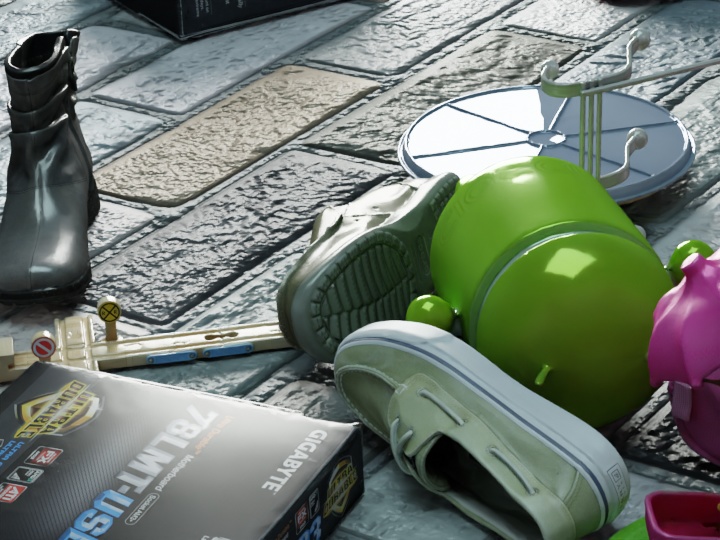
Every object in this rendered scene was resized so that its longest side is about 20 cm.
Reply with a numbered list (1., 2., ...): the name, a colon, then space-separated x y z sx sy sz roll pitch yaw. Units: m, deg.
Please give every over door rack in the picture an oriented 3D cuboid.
1. over door rack: 0.201 -0.071 1.420 0.198 0.149 0.067 -8 32 -9

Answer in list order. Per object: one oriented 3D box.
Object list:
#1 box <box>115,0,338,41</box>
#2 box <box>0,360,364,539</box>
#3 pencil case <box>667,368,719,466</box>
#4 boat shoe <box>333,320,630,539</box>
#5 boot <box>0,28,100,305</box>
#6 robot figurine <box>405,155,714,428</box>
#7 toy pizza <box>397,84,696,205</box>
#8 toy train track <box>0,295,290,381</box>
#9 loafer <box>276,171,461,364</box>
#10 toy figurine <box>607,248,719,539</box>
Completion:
1. box: -0.111 -0.292 1.940 0.195 0.125 0.200 -16 28 -28
2. box: -0.126 0.123 1.178 0.197 0.050 0.200 8 29 24
3. pencil case: 0.232 0.031 1.275 0.093 0.091 0.200 20 34 19
4. boat shoe: 0.048 0.083 1.212 0.062 0.072 0.199 -30 37 -33
5. boot: -0.206 -0.070 1.483 0.069 0.133 0.200 -4 26 -3
6. robot figurine: 0.106 0.011 1.297 0.174 0.117 0.200 -10 27 -9
7. toy pizza: 0.124 -0.075 1.567 0.198 0.032 0.201 -2 26 1
8. toy train track: -0.124 0.036 1.371 0.198 0.033 0.115 -6 26 -8
9. loafer: 0.000 0.000 1.400 0.069 0.076 0.200 -2 19 30
10. toy figurine: 0.204 0.071 1.086 0.198 0.185 0.150 -3 26 -1
